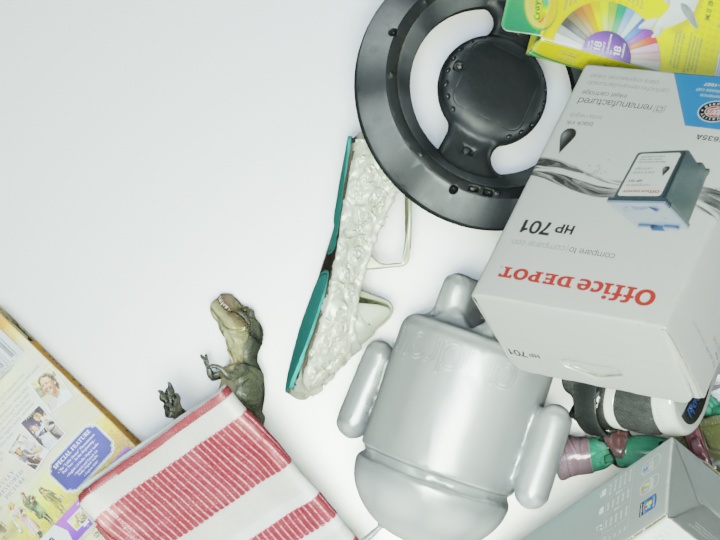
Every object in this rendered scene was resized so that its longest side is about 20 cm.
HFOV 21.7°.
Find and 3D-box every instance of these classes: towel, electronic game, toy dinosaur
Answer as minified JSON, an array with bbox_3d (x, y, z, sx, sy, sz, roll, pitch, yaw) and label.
[{"bbox_3d":[-0.085,0.193,1.312,0.144,0.023,0.200,-35,104,16],"label":"towel"},{"bbox_3d":[0.093,-0.127,1.333,0.199,0.042,0.201,2,80,-11],"label":"electronic game"},{"bbox_3d":[-0.102,0.117,1.337,0.088,0.047,0.201,-3,88,-33],"label":"toy dinosaur"}]

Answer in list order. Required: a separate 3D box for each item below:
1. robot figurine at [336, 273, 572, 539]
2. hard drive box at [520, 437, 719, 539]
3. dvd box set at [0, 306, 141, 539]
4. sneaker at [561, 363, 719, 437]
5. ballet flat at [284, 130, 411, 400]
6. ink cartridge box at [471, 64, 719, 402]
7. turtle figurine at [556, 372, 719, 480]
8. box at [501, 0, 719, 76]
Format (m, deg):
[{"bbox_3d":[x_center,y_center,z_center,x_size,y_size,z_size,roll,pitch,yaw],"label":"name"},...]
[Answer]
[{"bbox_3d":[0.063,0.106,1.305,0.169,0.113,0.201,18,89,30],"label":"robot figurine"},{"bbox_3d":[0.185,0.224,1.233,0.156,0.077,0.200,39,125,-17],"label":"hard drive box"},{"bbox_3d":[-0.244,0.144,1.362,0.200,0.029,0.146,43,90,3],"label":"dvd box set"},{"bbox_3d":[0.200,0.039,1.295,0.111,0.200,0.073,-1,119,33],"label":"sneaker"},{"bbox_3d":[0.000,0.000,1.335,0.071,0.072,0.201,14,90,4],"label":"ballet flat"},{"bbox_3d":[0.184,-0.029,1.227,0.146,0.086,0.201,9,57,34],"label":"ink cartridge box"},{"bbox_3d":[0.238,0.128,1.307,0.199,0.101,0.151,-18,84,9],"label":"turtle figurine"},{"bbox_3d":[0.200,-0.190,1.318,0.199,0.048,0.118,15,79,-8],"label":"box"}]
